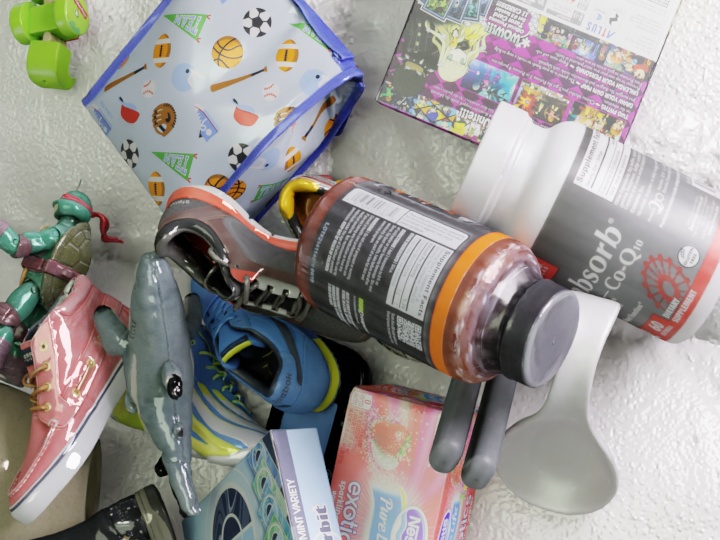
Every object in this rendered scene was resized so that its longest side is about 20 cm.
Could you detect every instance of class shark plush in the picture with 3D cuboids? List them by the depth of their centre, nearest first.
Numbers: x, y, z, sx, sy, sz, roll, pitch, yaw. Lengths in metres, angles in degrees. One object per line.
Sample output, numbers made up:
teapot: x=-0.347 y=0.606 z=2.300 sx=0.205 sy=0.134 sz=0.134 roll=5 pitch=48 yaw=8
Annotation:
shark plush: x=-0.162 y=0.091 z=1.027 sx=0.089 sy=0.083 sz=0.204 roll=5 pitch=76 yaw=-21

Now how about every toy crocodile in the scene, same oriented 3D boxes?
toy crocodile: x=-0.286 y=-0.271 z=1.220 sx=0.066 sy=0.062 sz=0.204 roll=-6 pitch=80 yaw=21

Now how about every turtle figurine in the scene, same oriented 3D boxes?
turtle figurine: x=-0.286 y=-0.005 z=1.138 sx=0.099 sy=0.150 sz=0.203 roll=12 pitch=73 yaw=25

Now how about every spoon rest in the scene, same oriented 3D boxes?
spoon rest: x=0.152 y=0.113 z=0.972 sx=0.098 sy=0.061 sz=0.202 roll=14 pitch=128 yaw=14

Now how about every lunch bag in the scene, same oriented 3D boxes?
lunch bag: x=-0.107 y=-0.152 z=1.103 sx=0.170 sy=0.123 sz=0.200 roll=49 pitch=113 yaw=15

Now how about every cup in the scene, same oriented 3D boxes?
cup: x=-0.303 y=0.192 z=1.137 sx=0.141 sy=0.200 sz=0.204 roll=4 pitch=87 yaw=-5

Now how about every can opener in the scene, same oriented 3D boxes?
can opener: x=0.100 y=0.071 z=0.977 sx=0.053 sy=0.201 sz=0.067 roll=26 pitch=128 yaw=-2

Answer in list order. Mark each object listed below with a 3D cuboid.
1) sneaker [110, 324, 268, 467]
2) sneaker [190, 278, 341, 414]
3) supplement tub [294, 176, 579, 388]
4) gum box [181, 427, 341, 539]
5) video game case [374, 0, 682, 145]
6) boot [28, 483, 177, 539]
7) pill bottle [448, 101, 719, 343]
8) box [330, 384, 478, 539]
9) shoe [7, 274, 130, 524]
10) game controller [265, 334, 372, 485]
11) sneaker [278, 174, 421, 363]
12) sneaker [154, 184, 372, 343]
sneaker: x=-0.137 y=0.101 z=1.110 sx=0.198 sy=0.075 sz=0.107 roll=14 pitch=86 yaw=34
sneaker: x=-0.097 y=0.046 z=1.086 sx=0.200 sy=0.078 sz=0.067 roll=43 pitch=111 yaw=39
supplement tub: x=0.055 y=0.012 z=0.928 sx=0.198 sy=0.106 sz=0.108 roll=25 pitch=96 yaw=32
gum box: x=-0.074 y=0.241 z=1.012 sx=0.200 sy=0.044 sz=0.172 roll=-49 pitch=48 yaw=49
video game case: x=0.135 y=-0.180 z=1.029 sx=0.197 sy=0.036 sz=0.184 roll=22 pitch=94 yaw=5
boot: x=-0.215 y=0.292 z=1.084 sx=0.151 sy=0.073 sz=0.207 roll=-15 pitch=108 yaw=-16
pill bottle: x=0.172 y=-0.039 z=0.961 sx=0.198 sy=0.116 sz=0.117 roll=26 pitch=96 yaw=3
box: x=0.029 y=0.199 z=1.035 sx=0.093 sy=0.102 sz=0.203 roll=13 pitch=90 yaw=22
shoe: x=-0.249 y=0.100 z=1.060 sx=0.091 sy=0.202 sz=0.071 roll=39 pitch=147 yaw=-16
game controller: x=-0.047 y=0.157 z=1.088 sx=0.104 sy=0.042 sz=0.203 roll=19 pitch=95 yaw=56
sneaker: x=0.000 y=0.000 z=1.071 sx=0.200 sy=0.082 sz=0.078 roll=45 pitch=102 yaw=17
sneaker: x=-0.077 y=0.013 z=1.021 sx=0.198 sy=0.082 sz=0.078 roll=27 pitch=125 yaw=0
